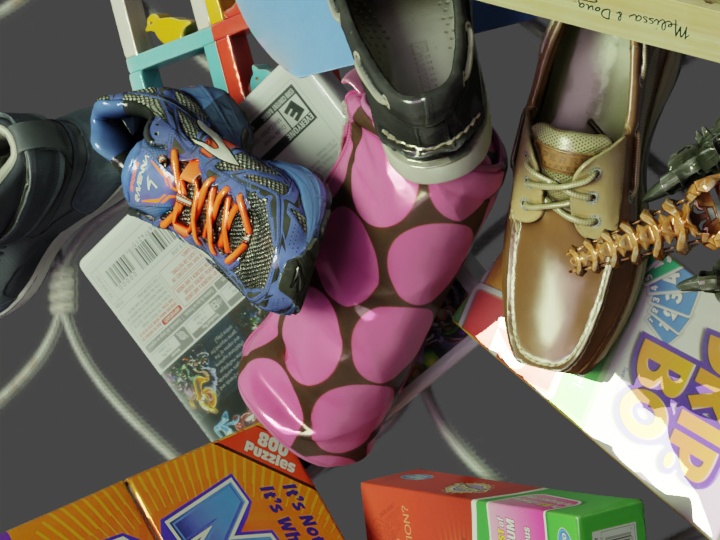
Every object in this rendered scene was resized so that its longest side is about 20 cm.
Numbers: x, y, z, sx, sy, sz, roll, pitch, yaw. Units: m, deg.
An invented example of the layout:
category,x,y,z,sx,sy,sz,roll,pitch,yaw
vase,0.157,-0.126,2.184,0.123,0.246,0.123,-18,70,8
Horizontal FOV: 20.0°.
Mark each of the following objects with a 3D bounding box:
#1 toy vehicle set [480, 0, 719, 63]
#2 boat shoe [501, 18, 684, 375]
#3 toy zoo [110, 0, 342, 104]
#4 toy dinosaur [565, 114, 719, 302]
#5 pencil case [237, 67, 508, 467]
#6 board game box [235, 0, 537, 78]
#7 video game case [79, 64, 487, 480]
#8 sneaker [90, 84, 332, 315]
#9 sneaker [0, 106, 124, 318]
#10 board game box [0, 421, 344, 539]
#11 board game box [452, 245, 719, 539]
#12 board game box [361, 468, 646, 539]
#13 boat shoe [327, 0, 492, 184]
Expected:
category,x,y,z,sx,sy,sz,roll,pitch,yaw
toy vehicle set,0.144,-0.149,0.924,0.198,0.125,0.027,18,136,21
boat shoe,0.102,-0.052,0.985,0.075,0.074,0.202,9,88,24
toy zoo,-0.077,-0.130,1.147,0.130,0.020,0.202,-15,88,33
toy dinosaur,0.188,-0.040,0.911,0.198,0.136,0.103,4,81,-9
pencil case,0.000,0.000,1.037,0.093,0.091,0.201,28,117,6
board game box,0.026,-0.185,1.056,0.198,0.039,0.160,-12,76,22
video game case,-0.039,0.009,1.122,0.200,0.023,0.182,-41,84,29
sneaker,-0.080,-0.036,1.025,0.200,0.078,0.076,41,120,52
sneaker,-0.230,-0.026,1.188,0.202,0.146,0.077,-42,75,31
board game box,-0.112,0.233,1.075,0.201,0.199,0.200,59,143,13
board game box,0.147,0.048,1.007,0.200,0.030,0.096,40,98,20
board game box,0.074,0.185,1.026,0.199,0.040,0.155,-2,95,60
boat shoe,0.016,-0.135,0.966,0.073,0.060,0.201,-12,56,5
